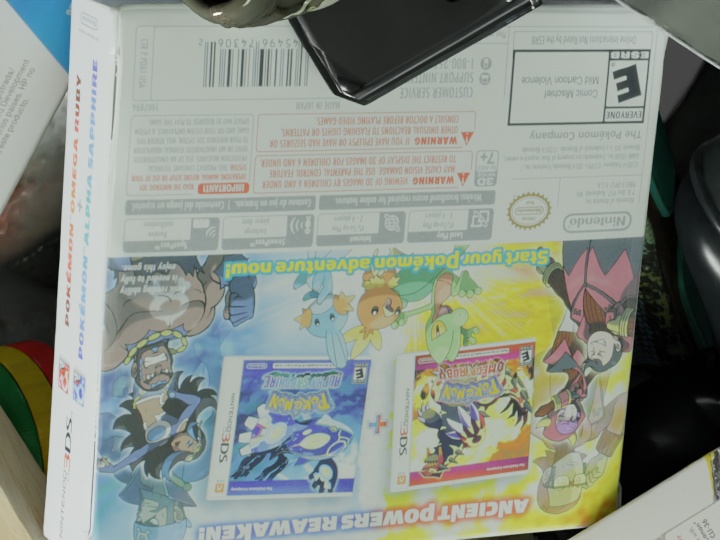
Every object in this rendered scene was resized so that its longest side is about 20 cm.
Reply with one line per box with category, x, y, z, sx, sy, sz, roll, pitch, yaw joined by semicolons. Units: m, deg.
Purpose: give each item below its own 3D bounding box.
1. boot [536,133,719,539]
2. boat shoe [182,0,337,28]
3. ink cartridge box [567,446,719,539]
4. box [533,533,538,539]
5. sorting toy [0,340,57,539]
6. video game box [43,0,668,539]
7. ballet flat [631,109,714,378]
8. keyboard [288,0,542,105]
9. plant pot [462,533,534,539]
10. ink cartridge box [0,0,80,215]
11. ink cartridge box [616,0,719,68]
boot;0.123;0.048;0.993;0.168;0.076;0.200;-31;137;24
boat shoe;-0.041;-0.169;0.786;0.072;0.060;0.202;-5;102;24
ink cartridge box;0.147;0.111;0.956;0.200;0.068;0.116;-34;143;18
box;0.147;0.154;1.117;0.200;0.164;0.086;-13;130;-8
sorting toy;-0.125;0.131;0.991;0.070;0.200;0.199;-13;144;-36
video game box;0.000;0.000;0.903;0.200;0.047;0.182;-2;103;-27
ballet flat;0.094;-0.018;1.040;0.074;0.074;0.200;-24;129;2
keyboard;-0.003;-0.161;0.817;0.127;0.021;0.200;-28;93;27
plant pot;-0.013;0.116;1.035;0.134;0.200;0.200;-21;132;-23
ink cartridge box;-0.181;-0.111;0.859;0.200;0.086;0.146;17;119;-27
ink cartridge box;0.177;-0.084;0.901;0.200;0.037;0.095;29;111;-24
